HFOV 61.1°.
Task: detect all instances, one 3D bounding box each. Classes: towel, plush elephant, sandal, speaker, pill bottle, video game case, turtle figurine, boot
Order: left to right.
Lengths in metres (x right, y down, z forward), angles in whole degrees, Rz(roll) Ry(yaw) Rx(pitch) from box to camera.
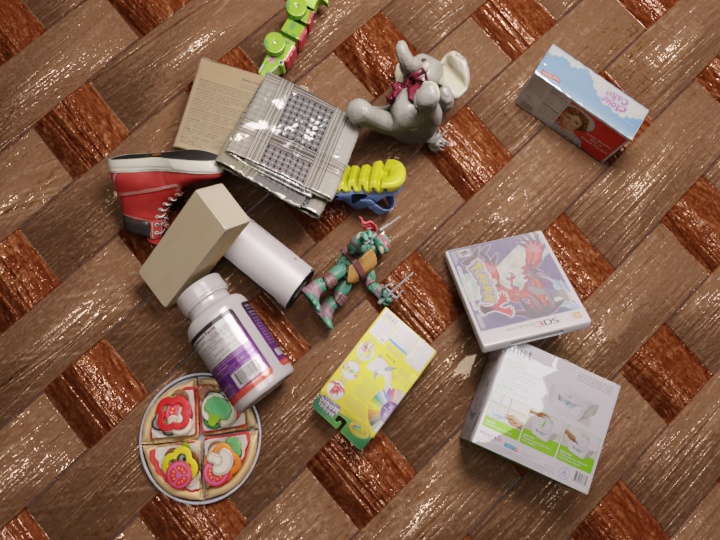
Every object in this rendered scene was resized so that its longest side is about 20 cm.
[{"bbox_3d":[-0.305,-0.117,0.995,0.194,0.073,0.148,-1,110,13],"label":"boot"},{"bbox_3d":[-0.203,0.110,0.964,0.110,0.112,0.202,-35,83,-9],"label":"pill bottle"},{"bbox_3d":[-0.175,-0.031,1.007,0.199,0.081,0.082,38,80,3],"label":"speaker"},{"bbox_3d":[-0.107,-0.205,0.977,0.189,0.035,0.204,27,66,-8],"label":"towel"},{"bbox_3d":[-0.016,-0.136,1.037,0.195,0.088,0.081,7,54,18],"label":"sandal"},{"bbox_3d":[0.000,0.000,1.006,0.199,0.100,0.151,-41,125,-8],"label":"turtle figurine"},{"bbox_3d":[0.093,-0.307,1.026,0.162,0.198,0.159,-6,76,35],"label":"plush elephant"},{"bbox_3d":[0.252,0.028,1.001,0.177,0.023,0.203,-12,50,-5],"label":"video game case"}]

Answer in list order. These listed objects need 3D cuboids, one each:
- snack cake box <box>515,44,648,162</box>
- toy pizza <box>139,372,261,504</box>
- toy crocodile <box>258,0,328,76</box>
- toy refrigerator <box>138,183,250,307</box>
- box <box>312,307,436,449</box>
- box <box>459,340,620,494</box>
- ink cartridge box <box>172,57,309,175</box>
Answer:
[{"bbox_3d":[0.382,-0.288,1.067,0.198,0.115,0.068,36,79,3],"label":"snack cake box"},{"bbox_3d":[-0.257,0.267,0.973,0.194,0.032,0.206,1,79,-3],"label":"toy pizza"},{"bbox_3d":[-0.122,-0.415,1.086,0.061,0.068,0.203,27,79,1],"label":"toy crocodile"},{"bbox_3d":[-0.261,-0.037,0.956,0.076,0.070,0.200,49,121,6],"label":"toy refrigerator"},{"bbox_3d":[0.021,0.177,0.998,0.117,0.048,0.201,39,78,4],"label":"box"},{"bbox_3d":[0.285,0.227,0.977,0.196,0.097,0.180,22,79,1],"label":"box"},{"bbox_3d":[-0.199,-0.249,1.048,0.195,0.075,0.169,16,78,0],"label":"ink cartridge box"}]
